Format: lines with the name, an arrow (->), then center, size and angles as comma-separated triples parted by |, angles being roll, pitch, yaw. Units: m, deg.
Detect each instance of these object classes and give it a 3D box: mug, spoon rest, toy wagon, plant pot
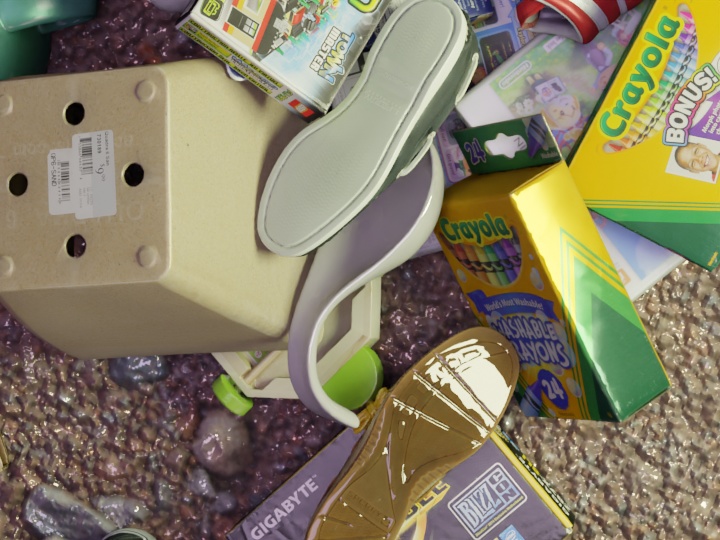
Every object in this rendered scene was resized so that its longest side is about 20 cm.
mug -> -0.297, -0.174, 1.482 | 0.152, 0.114, 0.185 | 43, 101, 4
spoon rest -> 0.000, 0.000, 1.400 | 0.060, 0.099, 0.202 | 21, 85, -37
toy wagon -> -0.048, 0.031, 1.477 | 0.155, 0.040, 0.200 | -45, 77, 12
plant pot -> -0.150, -0.049, 1.403 | 0.198, 0.177, 0.202 | -3, 83, 22

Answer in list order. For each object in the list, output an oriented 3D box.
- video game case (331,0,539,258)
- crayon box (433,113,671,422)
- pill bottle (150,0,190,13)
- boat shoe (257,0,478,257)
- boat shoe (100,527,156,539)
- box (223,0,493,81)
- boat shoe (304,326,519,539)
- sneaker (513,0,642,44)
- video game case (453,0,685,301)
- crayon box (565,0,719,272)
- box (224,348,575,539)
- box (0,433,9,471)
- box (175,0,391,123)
video game case -> 0.070, -0.122, 1.468 | 0.180, 0.024, 0.202 | -15, 91, 11
crayon box -> 0.115, 0.002, 1.398 | 0.051, 0.125, 0.201 | -31, 101, -23
pill bottle -> -0.126, -0.251, 1.447 | 0.113, 0.113, 0.201 | -39, 87, 11
boat shoe -> 0.011, -0.086, 1.377 | 0.076, 0.060, 0.200 | 41, 92, 27
boat shoe -> -0.132, 0.277, 1.502 | 0.071, 0.091, 0.201 | -41, 87, 11
box -> -0.018, -0.203, 1.400 | 0.198, 0.032, 0.122 | -17, 90, -24
boat shoe -> 0.030, 0.121, 1.424 | 0.072, 0.072, 0.201 | 37, 84, -7
sneaker -> 0.110, -0.237, 1.405 | 0.112, 0.071, 0.200 | -44, 72, -3
video game case -> 0.194, -0.103, 1.429 | 0.199, 0.022, 0.183 | -38, 90, 2
crayon box -> 0.222, -0.115, 1.351 | 0.118, 0.058, 0.201 | 26, 118, 1
box -> 0.029, 0.181, 1.488 | 0.200, 0.049, 0.160 | -41, 89, 11
box -> -0.376, 0.098, 1.566 | 0.198, 0.021, 0.165 | -18, 91, 12
box -> -0.023, -0.210, 1.364 | 0.110, 0.035, 0.201 | 34, 72, -15
